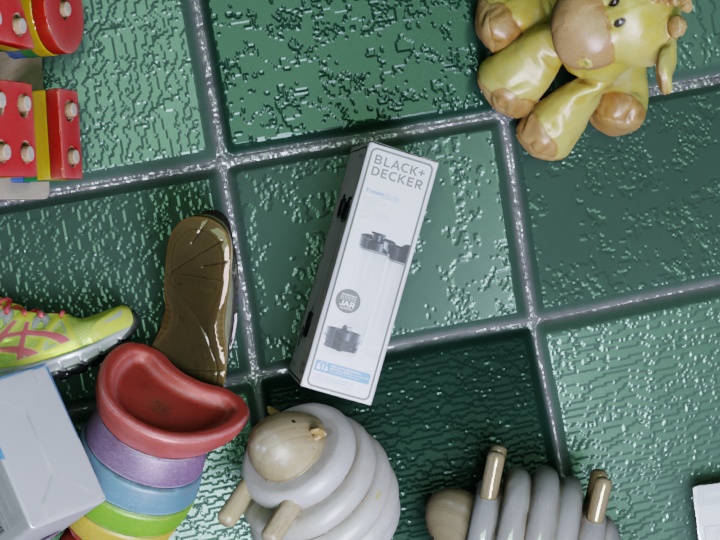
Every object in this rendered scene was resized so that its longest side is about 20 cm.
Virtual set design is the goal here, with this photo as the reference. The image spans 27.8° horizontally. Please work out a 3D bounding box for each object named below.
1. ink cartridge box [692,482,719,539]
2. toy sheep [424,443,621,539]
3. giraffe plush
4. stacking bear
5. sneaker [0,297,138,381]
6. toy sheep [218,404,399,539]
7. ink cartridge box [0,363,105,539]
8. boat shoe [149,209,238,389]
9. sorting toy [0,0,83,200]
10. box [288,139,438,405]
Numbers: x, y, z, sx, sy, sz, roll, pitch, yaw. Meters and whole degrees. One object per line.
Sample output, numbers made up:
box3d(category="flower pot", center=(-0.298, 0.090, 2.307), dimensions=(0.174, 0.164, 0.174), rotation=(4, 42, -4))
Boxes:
box3d(category="ink cartridge box", center=(0.374, 0.281, 1.290), dimensions=(0.161, 0.057, 0.202), rotation=(-7, 84, -8))
box3d(category="toy sheep", center=(0.149, 0.224, 1.209), dimensions=(0.198, 0.138, 0.139), rotation=(13, 90, 9))
box3d(category="giraffe plush", center=(0.201, -0.193, 1.187), dimensions=(0.199, 0.162, 0.173), rotation=(-37, 96, -5))
box3d(category="stacking bear", center=(-0.186, 0.180, 1.155), dimensions=(0.121, 0.114, 0.201), rotation=(28, 114, 8))
box3d(category="sneaker", center=(-0.279, 0.053, 1.170), dimensions=(0.198, 0.078, 0.091), rotation=(-17, 84, -11))
box3d(category="toy sheep", center=(-0.033, 0.185, 1.172), dimensions=(0.137, 0.138, 0.201), rotation=(-35, 132, -6))
box3d(category="ink cartridge box", center=(-0.286, 0.165, 1.131), dimensions=(0.068, 0.200, 0.116), rotation=(-17, 78, -41))
box3d(category="boat shoe", center=(-0.131, 0.048, 1.194), dimensions=(0.073, 0.065, 0.202), rotation=(17, 108, 10))
box3d(category="sorting toy", center=(-0.270, -0.155, 1.095), dimensions=(0.069, 0.200, 0.201), rotation=(-2, 92, 15))
box3d(category="box", center=(0.000, 0.000, 1.188), dimensions=(0.060, 0.117, 0.202), rotation=(15, 88, -8))
